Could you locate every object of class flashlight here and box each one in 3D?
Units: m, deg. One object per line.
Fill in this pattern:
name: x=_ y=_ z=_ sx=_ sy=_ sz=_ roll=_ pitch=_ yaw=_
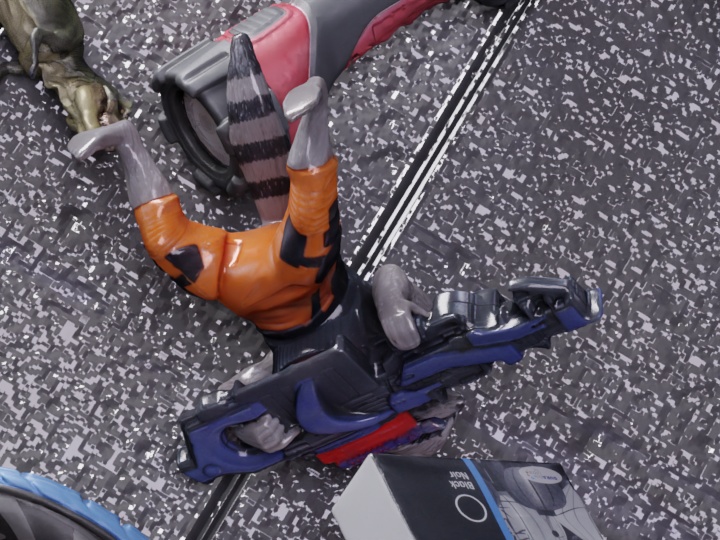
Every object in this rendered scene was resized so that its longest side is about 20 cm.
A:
flashlight: x=0.006 y=-0.106 z=1.258 sx=0.200 sy=0.068 sz=0.068 roll=-32 pitch=77 yaw=-23

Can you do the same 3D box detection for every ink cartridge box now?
ink cartridge box: x=0.071 y=0.153 z=1.070 sx=0.099 sy=0.039 sz=0.200 roll=6 pitch=42 yaw=-37

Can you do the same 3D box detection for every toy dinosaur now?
toy dinosaur: x=-0.165 y=-0.130 z=1.237 sx=0.088 sy=0.047 sz=0.200 roll=-15 pitch=76 yaw=-30

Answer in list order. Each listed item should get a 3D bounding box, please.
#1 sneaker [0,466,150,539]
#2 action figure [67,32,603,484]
sneaker: x=-0.110 y=0.148 z=1.151 sx=0.200 sy=0.071 sz=0.083 roll=36 pitch=64 yaw=-2
action figure: x=0.000 y=0.000 z=1.174 sx=0.200 sy=0.194 sz=0.105 roll=-17 pitch=32 yaw=21
